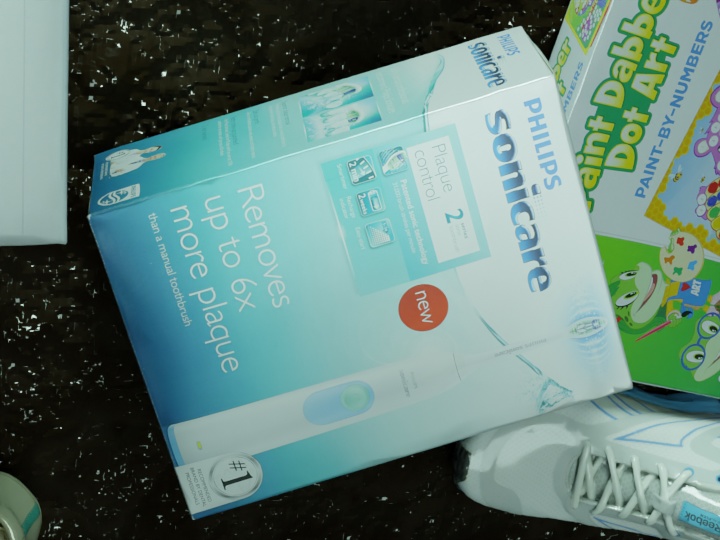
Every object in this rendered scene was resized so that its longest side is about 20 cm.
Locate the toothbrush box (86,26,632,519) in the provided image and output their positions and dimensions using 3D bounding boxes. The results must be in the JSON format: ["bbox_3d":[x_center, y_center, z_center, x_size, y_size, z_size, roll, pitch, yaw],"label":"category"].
[{"bbox_3d":[0.000,0.000,0.872,0.198,0.085,0.147,-16,112,0],"label":"toothbrush box"}]

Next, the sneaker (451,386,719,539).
[{"bbox_3d":[0.144,0.098,0.989,0.198,0.087,0.076,1,114,-18],"label":"sneaker"}]

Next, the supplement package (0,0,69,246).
[{"bbox_3d":[-0.170,-0.126,0.742,0.110,0.156,0.202,-4,114,-17],"label":"supplement package"}]

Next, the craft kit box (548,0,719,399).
[{"bbox_3d":[0.167,-0.041,0.961,0.196,0.049,0.201,12,109,-20],"label":"craft kit box"}]

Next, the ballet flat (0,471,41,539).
[{"bbox_3d":[-0.230,0.154,0.899,0.199,0.070,0.070,-32,119,-3],"label":"ballet flat"}]
